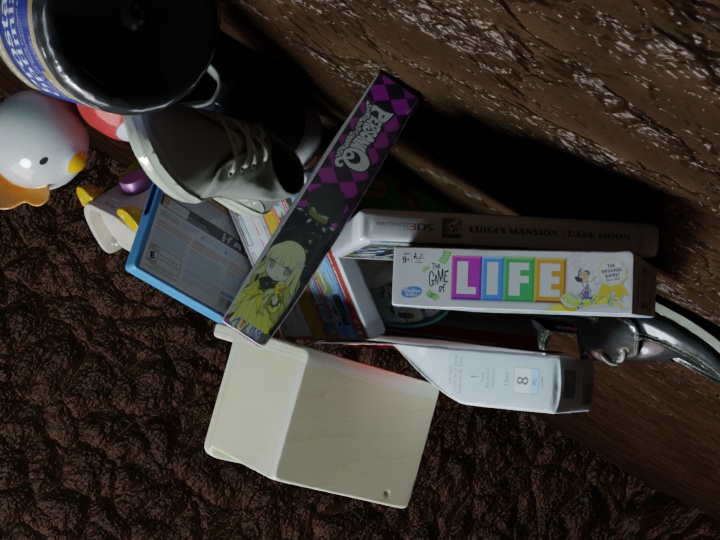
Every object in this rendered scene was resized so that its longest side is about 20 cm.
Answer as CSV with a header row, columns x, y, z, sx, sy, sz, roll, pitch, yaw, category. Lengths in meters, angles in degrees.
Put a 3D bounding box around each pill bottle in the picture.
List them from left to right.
x,y,z,sx,sy,sz,roll,pitch,yaw,category
-0.173,-0.162,0.738,0.111,0.113,0.199,32,174,-31,pill bottle

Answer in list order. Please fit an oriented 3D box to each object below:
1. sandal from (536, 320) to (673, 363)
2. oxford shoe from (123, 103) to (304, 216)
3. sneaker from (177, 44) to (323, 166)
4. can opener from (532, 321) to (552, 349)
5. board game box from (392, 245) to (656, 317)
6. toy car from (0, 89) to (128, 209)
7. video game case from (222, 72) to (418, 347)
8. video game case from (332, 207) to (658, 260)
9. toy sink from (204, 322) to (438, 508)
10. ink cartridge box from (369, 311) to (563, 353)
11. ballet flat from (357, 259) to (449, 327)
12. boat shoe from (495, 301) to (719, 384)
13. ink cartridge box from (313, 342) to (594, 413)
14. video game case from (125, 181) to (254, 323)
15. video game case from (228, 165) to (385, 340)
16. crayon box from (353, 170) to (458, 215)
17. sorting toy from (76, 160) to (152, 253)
x,y,z,sx,sy,sz,roll,pitch,yaw,category
0.193,0.042,1.039,0.199,0.045,0.075,31,177,-12,sandal
-0.096,-0.082,0.805,0.200,0.057,0.076,17,-126,-66,oxford shoe
-0.145,-0.139,0.931,0.201,0.078,0.146,12,176,43,sneaker
0.176,0.063,1.321,0.066,0.053,0.200,29,175,25,can opener
0.110,0.009,0.727,0.133,0.035,0.200,2,178,17,board game box
-0.278,-0.137,1.106,0.176,0.201,0.184,28,176,19,toy car
-0.033,-0.034,0.800,0.036,0.182,0.200,33,176,-4,video game case
0.078,-0.019,0.778,0.180,0.024,0.200,2,178,-6,video game case
-0.049,0.123,1.000,0.129,0.113,0.199,18,175,-30,toy sink
0.082,0.046,1.065,0.161,0.058,0.200,7,170,-9,ink cartridge box
0.000,0.000,0.997,0.072,0.073,0.200,33,170,-32,ballet flat
0.200,0.046,0.921,0.199,0.068,0.072,26,175,22,boat shoe
0.080,0.086,0.951,0.198,0.048,0.160,2,176,21,ink cartridge box
-0.132,-0.060,1.085,0.018,0.202,0.143,-11,147,43,video game case
-0.052,-0.008,1.000,0.200,0.017,0.144,-7,106,66,video game case
0.045,-0.031,1.100,0.118,0.059,0.200,29,175,12,crayon box
-0.174,-0.086,1.183,0.199,0.180,0.107,23,150,49,sorting toy
